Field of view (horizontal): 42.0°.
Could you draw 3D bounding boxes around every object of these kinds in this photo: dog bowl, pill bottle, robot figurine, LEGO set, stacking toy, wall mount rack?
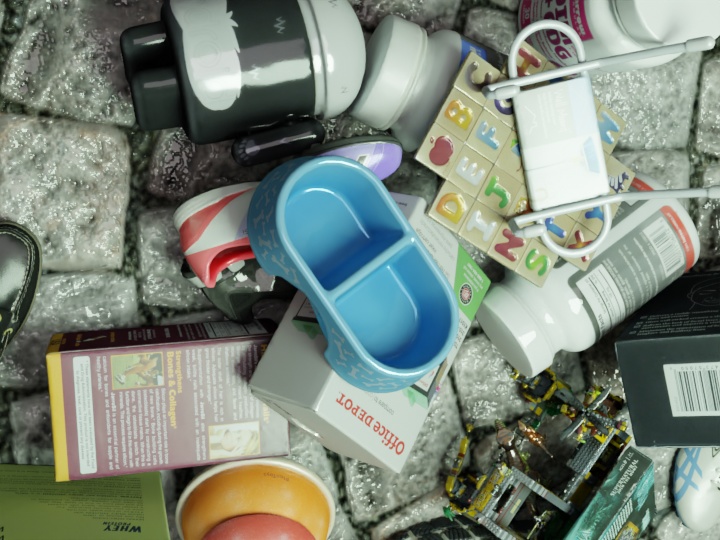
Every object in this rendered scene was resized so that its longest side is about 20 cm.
[{"bbox_3d":[0.000,0.000,0.710,0.111,0.050,0.200,-36,96,-21],"label":"dog bowl"},{"bbox_3d":[0.211,0.004,0.894,0.200,0.116,0.116,-36,105,-8],"label":"pill bottle"},{"bbox_3d":[0.097,-0.146,0.844,0.199,0.114,0.114,20,92,-17],"label":"pill bottle"},{"bbox_3d":[-0.095,-0.174,0.786,0.199,0.125,0.151,-13,110,-13],"label":"robot figurine"},{"bbox_3d":[0.150,0.169,0.877,0.200,0.154,0.116,-50,129,3],"label":"LEGO set"},{"bbox_3d":[-0.089,0.268,0.790,0.145,0.200,0.147,-2,122,-4],"label":"stacking toy"},{"bbox_3d":[0.228,-0.232,0.823,0.113,0.200,0.114,-2,97,-15],"label":"pill bottle"},{"bbox_3d":[0.193,-0.105,0.749,0.173,0.075,0.201,-13,105,4],"label":"wall mount rack"}]

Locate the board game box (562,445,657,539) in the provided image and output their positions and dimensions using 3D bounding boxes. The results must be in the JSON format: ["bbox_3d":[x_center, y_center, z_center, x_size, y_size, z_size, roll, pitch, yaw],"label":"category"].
[{"bbox_3d":[0.238,0.258,0.907,0.135,0.028,0.200,-51,150,-12],"label":"board game box"}]

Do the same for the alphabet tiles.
[{"bbox_3d":[0.144,-0.088,0.795,0.200,0.006,0.167,30,86,-24],"label":"alphabet tiles"}]

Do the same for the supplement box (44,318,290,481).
[{"bbox_3d":[-0.166,0.108,0.820,0.199,0.086,0.111,-4,99,-15],"label":"supplement box"}]

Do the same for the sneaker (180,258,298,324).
[{"bbox_3d":[-0.057,-0.023,0.847,0.200,0.066,0.091,-35,113,-10],"label":"sneaker"}]

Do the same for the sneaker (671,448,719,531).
[{"bbox_3d":[0.392,0.185,0.990,0.072,0.072,0.201,23,92,-18],"label":"sneaker"}]

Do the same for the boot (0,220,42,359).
[{"bbox_3d":[-0.317,0.059,0.738,0.073,0.151,0.200,32,88,-17],"label":"boot"}]

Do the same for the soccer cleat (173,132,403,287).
[{"bbox_3d":[-0.052,-0.050,0.770,0.199,0.068,0.073,-21,69,1],"label":"soccer cleat"}]

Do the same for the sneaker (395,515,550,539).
[{"bbox_3d":[0.125,0.298,0.933,0.199,0.078,0.080,8,104,-16],"label":"sneaker"}]

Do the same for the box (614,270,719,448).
[{"bbox_3d":[0.342,0.075,0.875,0.200,0.148,0.107,-32,110,-54],"label":"box"}]

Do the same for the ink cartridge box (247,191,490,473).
[{"bbox_3d":[0.013,0.053,0.811,0.145,0.084,0.200,45,66,-45],"label":"ink cartridge box"}]

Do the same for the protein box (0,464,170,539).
[{"bbox_3d":[-0.261,0.253,0.753,0.198,0.200,0.136,6,95,-16],"label":"protein box"}]
